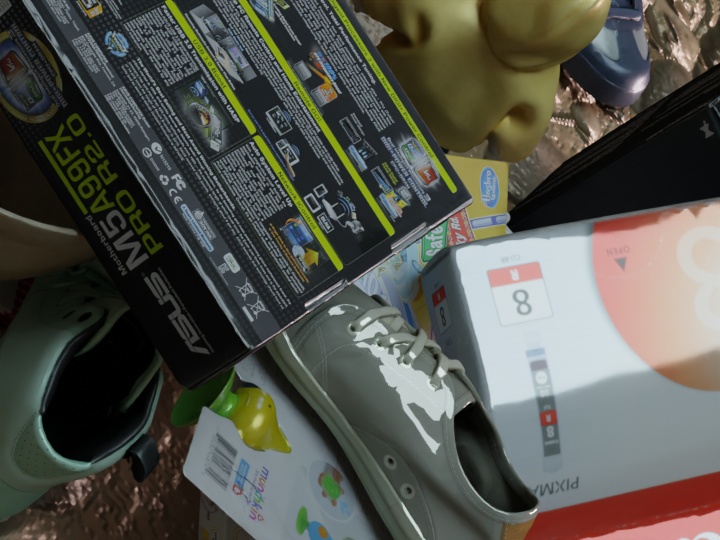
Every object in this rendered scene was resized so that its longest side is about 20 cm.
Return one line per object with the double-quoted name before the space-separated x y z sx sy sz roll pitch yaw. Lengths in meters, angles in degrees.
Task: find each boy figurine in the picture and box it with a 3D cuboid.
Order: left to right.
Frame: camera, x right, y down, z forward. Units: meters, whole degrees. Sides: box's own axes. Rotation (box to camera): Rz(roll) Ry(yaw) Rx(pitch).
"boy figurine" 0.045 -0.104 1.152 0.124 0.200 0.065 42 46 -12

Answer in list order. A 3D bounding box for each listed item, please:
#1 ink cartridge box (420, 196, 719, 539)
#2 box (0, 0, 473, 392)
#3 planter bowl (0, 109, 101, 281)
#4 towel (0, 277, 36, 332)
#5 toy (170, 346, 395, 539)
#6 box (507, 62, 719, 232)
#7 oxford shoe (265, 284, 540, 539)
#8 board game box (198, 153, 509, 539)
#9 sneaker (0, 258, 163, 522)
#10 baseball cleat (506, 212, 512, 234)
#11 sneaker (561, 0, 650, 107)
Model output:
"ink cartridge box" 0.127 0.075 1.052 0.161 0.050 0.201 -10 74 -22
"box" -0.062 -0.074 0.923 0.201 0.044 0.160 57 41 -1
"planter bowl" -0.168 -0.078 0.957 0.200 0.135 0.201 24 51 -33
"towel" -0.172 -0.047 1.052 0.199 0.023 0.145 29 50 -28
"toy" -0.009 0.116 0.998 0.200 0.047 0.115 49 30 -24
"box" 0.158 -0.039 1.215 0.079 0.200 0.141 56 44 -2
"oxford shoe" 0.010 0.042 0.994 0.200 0.058 0.075 55 24 7
"board game box" -0.002 0.044 1.065 0.134 0.034 0.201 5 83 -25
"sneaker" -0.094 0.018 0.985 0.074 0.118 0.201 43 56 -20
"baseball cleat" 0.000 0.000 1.144 0.199 0.070 0.107 13 45 -25
"sneaker" 0.133 -0.196 1.369 0.070 0.082 0.201 -7 72 -44
